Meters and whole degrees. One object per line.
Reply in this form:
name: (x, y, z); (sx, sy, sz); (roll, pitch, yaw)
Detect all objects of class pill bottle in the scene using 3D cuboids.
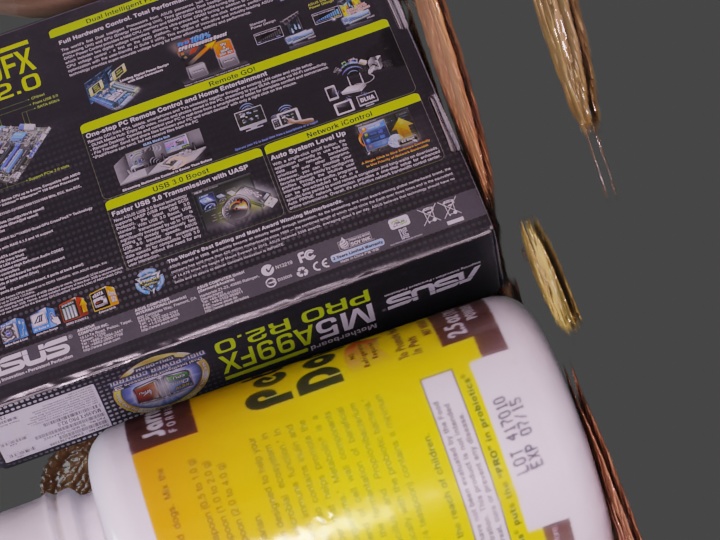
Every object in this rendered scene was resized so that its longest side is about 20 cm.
pill bottle: (-0.021, 0.088, 0.899); (0.109, 0.199, 0.110); (161, 90, -86)

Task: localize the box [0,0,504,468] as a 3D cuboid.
box: (-0.065, -0.033, 0.967); (0.044, 0.199, 0.161); (76, 173, -57)

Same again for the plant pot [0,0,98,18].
plant pot: (-0.104, -0.189, 1.090); (0.201, 0.199, 0.175); (70, -166, 16)
